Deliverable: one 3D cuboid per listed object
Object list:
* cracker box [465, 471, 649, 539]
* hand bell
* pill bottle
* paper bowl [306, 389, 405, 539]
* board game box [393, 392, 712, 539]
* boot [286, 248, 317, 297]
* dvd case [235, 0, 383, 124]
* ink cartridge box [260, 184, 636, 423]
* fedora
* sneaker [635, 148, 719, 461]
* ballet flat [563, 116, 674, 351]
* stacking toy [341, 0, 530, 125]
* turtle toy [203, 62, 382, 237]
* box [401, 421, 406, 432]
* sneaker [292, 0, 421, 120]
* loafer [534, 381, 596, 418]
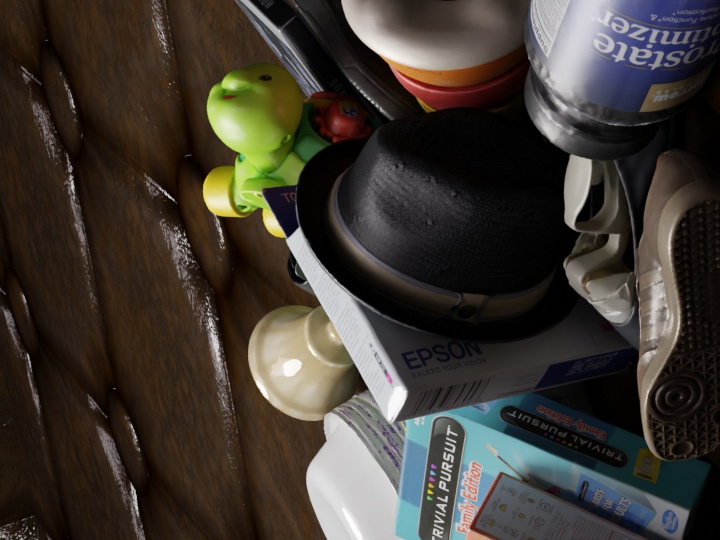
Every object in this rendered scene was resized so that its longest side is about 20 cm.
[{"bbox_3d":[0.161,0.228,1.353,0.199,0.058,0.134,25,141,13],"label":"cracker box"},{"bbox_3d":[-0.005,0.039,1.673,0.200,0.104,0.105,-43,66,54],"label":"hand bell"},{"bbox_3d":[0.153,-0.152,1.133,0.112,0.111,0.200,62,158,25],"label":"pill bottle"},{"bbox_3d":[0.028,0.200,1.703,0.201,0.104,0.201,57,166,23],"label":"paper bowl"},{"bbox_3d":[0.125,0.157,1.391,0.199,0.047,0.152,21,137,16],"label":"board game box"},{"bbox_3d":[0.000,0.000,1.469,0.078,0.138,0.200,-64,16,-1],"label":"boot"},{"bbox_3d":[-0.036,-0.157,1.611,0.200,0.025,0.150,52,177,-40],"label":"dvd case"},{"bbox_3d":[0.060,-0.003,1.371,0.201,0.195,0.043,60,142,27],"label":"ink cartridge box"},{"bbox_3d":[0.063,-0.047,1.315,0.201,0.199,0.092,59,141,32],"label":"fedora"},{"bbox_3d":[0.200,0.020,1.244,0.076,0.070,0.201,-104,13,-55],"label":"sneaker"},{"bbox_3d":[0.158,-0.026,1.285,0.073,0.073,0.201,45,146,51],"label":"ballet flat"},{"bbox_3d":[0.071,-0.142,1.371,0.147,0.145,0.200,58,171,33],"label":"stacking toy"},{"bbox_3d":[-0.039,-0.084,1.492,0.145,0.200,0.102,4,80,35],"label":"turtle toy"},{"bbox_3d":[0.094,0.145,1.529,0.070,0.064,0.201,-22,96,52],"label":"box"},{"bbox_3d":[0.016,-0.195,1.473,0.060,0.104,0.200,39,-167,-48],"label":"sneaker"},{"bbox_3d":[0.133,0.108,1.470,0.070,0.075,0.202,-120,18,-73],"label":"loafer"}]
